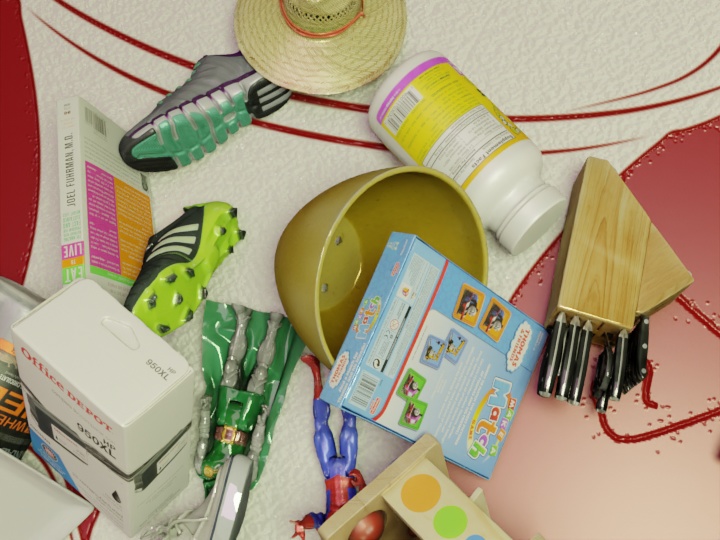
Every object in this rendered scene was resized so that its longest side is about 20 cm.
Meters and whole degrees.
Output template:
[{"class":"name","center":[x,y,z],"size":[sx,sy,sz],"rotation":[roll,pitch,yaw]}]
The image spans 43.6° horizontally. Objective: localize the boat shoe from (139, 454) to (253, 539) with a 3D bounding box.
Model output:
[{"class":"boat shoe","center":[-0.161,0.253,0.821],"size":[0.085,0.075,0.205],"rotation":[19,103,1]}]

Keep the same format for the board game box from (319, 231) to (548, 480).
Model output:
[{"class":"board game box","center":[0.072,0.080,0.787],"size":[0.036,0.199,0.153],"rotation":[12,74,53]}]

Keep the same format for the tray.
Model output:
[{"class":"tray","center":[-0.356,0.212,0.846],"size":[0.107,0.200,0.022],"rotation":[-42,40,-2]}]

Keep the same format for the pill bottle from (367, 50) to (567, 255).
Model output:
[{"class":"pill bottle","center":[0.104,-0.111,0.868],"size":[0.104,0.104,0.200],"rotation":[-41,72,-1]}]

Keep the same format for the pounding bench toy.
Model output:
[{"class":"pounding bench toy","center":[0.067,0.265,0.760],"size":[0.124,0.201,0.156],"rotation":[-36,48,-18]}]

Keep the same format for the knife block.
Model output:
[{"class":"knife block","center":[0.198,0.021,0.817],"size":[0.174,0.064,0.202],"rotation":[-27,73,-12]}]

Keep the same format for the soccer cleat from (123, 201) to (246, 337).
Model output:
[{"class":"soccer cleat","center":[-0.184,-0.002,0.881],"size":[0.080,0.068,0.201],"rotation":[1,35,23]}]

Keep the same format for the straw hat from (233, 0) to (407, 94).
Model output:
[{"class":"straw hat","center":[-0.040,-0.289,0.924],"size":[0.198,0.085,0.204],"rotation":[1,65,-3]}]

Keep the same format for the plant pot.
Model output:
[{"class":"plant pot","center":[0.000,0.000,0.830],"size":[0.141,0.199,0.202],"rotation":[15,76,51]}]

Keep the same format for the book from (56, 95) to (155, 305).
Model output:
[{"class":"book","center":[-0.255,-0.056,0.909],"size":[0.047,0.134,0.203],"rotation":[-11,73,13]}]

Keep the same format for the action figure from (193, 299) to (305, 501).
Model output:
[{"class":"action figure","center":[-0.119,0.137,0.878],"size":[0.116,0.055,0.203],"rotation":[9,82,10]}]

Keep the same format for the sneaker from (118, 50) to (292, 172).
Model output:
[{"class":"sneaker","center":[-0.173,-0.179,0.960],"size":[0.198,0.075,0.088],"rotation":[-29,61,-14]}]

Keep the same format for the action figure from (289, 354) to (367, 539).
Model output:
[{"class":"action figure","center":[-0.027,0.173,0.828],"size":[0.064,0.099,0.203],"rotation":[-9,76,10]}]

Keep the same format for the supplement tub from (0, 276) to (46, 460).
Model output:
[{"class":"supplement tub","center":[-0.367,0.117,0.894],"size":[0.121,0.123,0.202],"rotation":[26,83,16]}]

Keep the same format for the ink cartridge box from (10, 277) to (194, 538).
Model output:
[{"class":"ink cartridge box","center":[-0.230,0.128,0.818],"size":[0.144,0.201,0.084],"rotation":[35,50,18]}]
